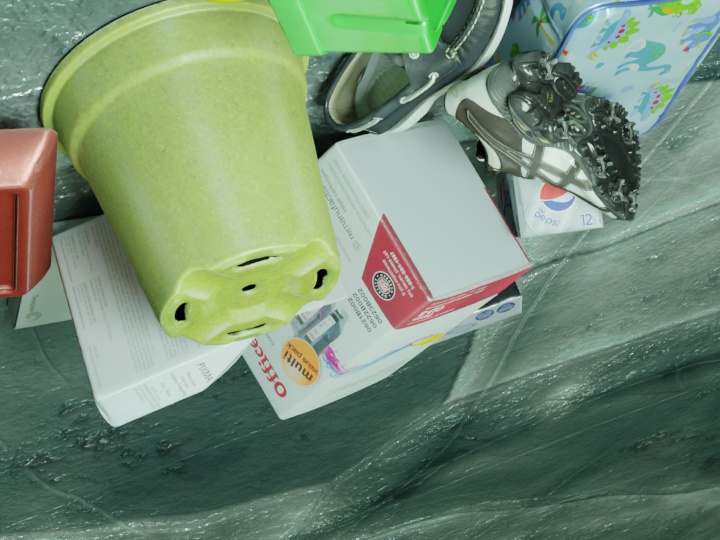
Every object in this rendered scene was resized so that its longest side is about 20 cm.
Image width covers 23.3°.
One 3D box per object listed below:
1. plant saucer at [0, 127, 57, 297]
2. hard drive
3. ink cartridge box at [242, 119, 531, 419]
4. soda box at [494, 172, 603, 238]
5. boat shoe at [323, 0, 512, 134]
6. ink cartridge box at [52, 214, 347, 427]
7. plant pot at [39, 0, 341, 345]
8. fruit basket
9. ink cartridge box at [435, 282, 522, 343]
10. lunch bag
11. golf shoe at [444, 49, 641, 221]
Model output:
[{"bbox_3d":[-0.317,-0.028,1.246,0.198,0.037,0.200,-4,152,-14],"label":"plant saucer"},{"bbox_3d":[-0.184,-0.008,1.438,0.199,0.027,0.132,-9,152,-23],"label":"hard drive"},{"bbox_3d":[0.000,0.000,1.394,0.144,0.146,0.200,-18,163,-49],"label":"ink cartridge box"},{"bbox_3d":[0.152,-0.063,1.440,0.068,0.064,0.200,-8,-178,1],"label":"soda box"},{"bbox_3d":[0.039,-0.158,1.255,0.060,0.076,0.200,-10,153,-35],"label":"boat shoe"},{"bbox_3d":[-0.119,0.008,1.308,0.199,0.161,0.047,-22,144,0],"label":"ink cartridge box"},{"bbox_3d":[-0.102,-0.057,1.216,0.199,0.185,0.201,-18,156,-8],"label":"plant pot"},{"bbox_3d":[-0.045,-0.220,1.034,0.215,0.156,0.216,22,163,7],"label":"fruit basket"},{"bbox_3d":[0.039,0.025,1.599,0.199,0.094,0.044,-20,155,-4],"label":"ink cartridge box"},{"bbox_3d":[0.188,-0.173,1.333,0.160,0.083,0.200,-10,153,-22],"label":"lunch bag"},{"bbox_3d":[0.139,-0.097,1.287,0.094,0.078,0.200,-5,150,36],"label":"golf shoe"}]
